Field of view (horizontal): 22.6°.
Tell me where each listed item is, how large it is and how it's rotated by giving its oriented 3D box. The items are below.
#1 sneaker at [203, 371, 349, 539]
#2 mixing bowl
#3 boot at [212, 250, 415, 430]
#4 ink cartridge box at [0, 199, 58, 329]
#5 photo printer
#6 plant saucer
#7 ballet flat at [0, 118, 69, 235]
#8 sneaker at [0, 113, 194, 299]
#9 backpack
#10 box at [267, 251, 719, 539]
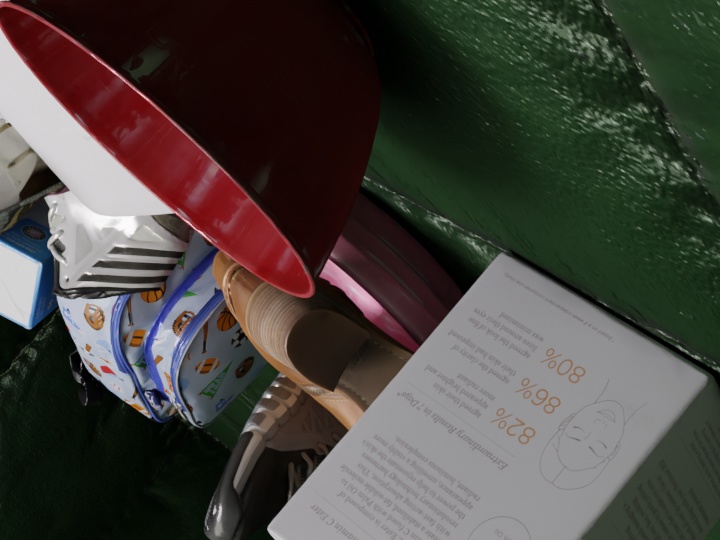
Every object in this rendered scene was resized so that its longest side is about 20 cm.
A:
[{"bbox_3d":[-0.014,0.116,1.143,0.115,0.200,0.075,27,131,3],"label":"sneaker"},{"bbox_3d":[-0.064,-0.093,0.853,0.200,0.109,0.200,39,170,8],"label":"mixing bowl"},{"bbox_3d":[-0.006,0.062,1.112,0.200,0.077,0.155,35,-179,-28],"label":"boot"},{"bbox_3d":[-0.245,-0.048,1.410,0.116,0.200,0.068,26,126,13],"label":"ink cartridge box"},{"bbox_3d":[-0.141,-0.119,0.999,0.166,0.070,0.200,-2,138,39],"label":"photo printer"},{"bbox_3d":[0.000,0.000,1.163,0.200,0.051,0.201,41,169,9],"label":"plant saucer"},{"bbox_3d":[-0.209,-0.066,1.096,0.069,0.071,0.200,54,-149,0],"label":"ballet flat"},{"bbox_3d":[-0.209,-0.048,1.236,0.200,0.116,0.076,28,-178,15],"label":"sneaker"},{"bbox_3d":[-0.138,0.011,1.353,0.154,0.200,0.191,27,160,30],"label":"backpack"},{"bbox_3d":[0.081,0.120,0.946,0.152,0.200,0.106,33,167,39],"label":"box"}]
